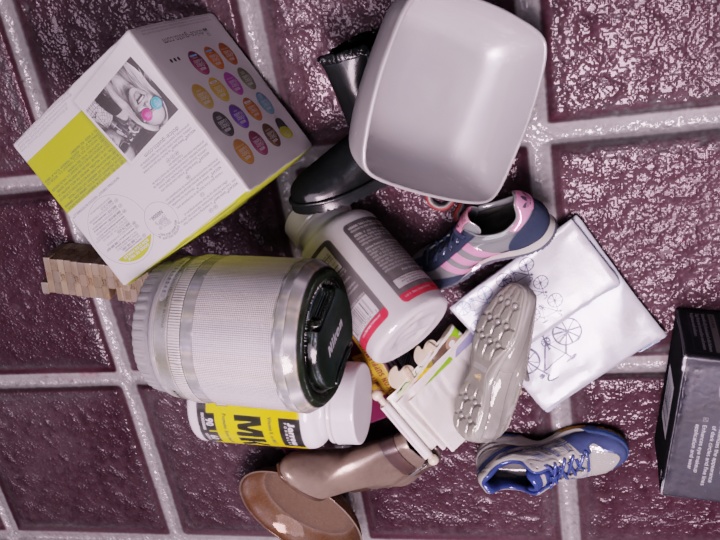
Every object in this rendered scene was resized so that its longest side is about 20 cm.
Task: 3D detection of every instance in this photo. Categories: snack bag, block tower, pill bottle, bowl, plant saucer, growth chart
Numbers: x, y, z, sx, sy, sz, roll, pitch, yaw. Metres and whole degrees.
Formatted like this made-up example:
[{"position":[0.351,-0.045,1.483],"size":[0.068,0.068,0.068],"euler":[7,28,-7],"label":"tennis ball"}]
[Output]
[{"position":[0.240,0.062,1.067],"size":[0.188,0.021,0.200],"euler":[-37,104,14],"label":"snack bag"},{"position":[-0.326,0.004,1.176],"size":[0.199,0.054,0.058],"euler":[4,117,11],"label":"block tower"},{"position":[-0.093,0.151,1.043],"size":[0.199,0.114,0.115],"euler":[1,117,15],"label":"pill bottle"},{"position":[0.000,0.000,1.027],"size":[0.200,0.111,0.111],"euler":[50,122,22],"label":"pill bottle"},{"position":[0.082,-0.182,0.912],"size":[0.199,0.075,0.201],"euler":[10,106,-35],"label":"bowl"},{"position":[-0.081,0.344,1.274],"size":[0.200,0.037,0.201],"euler":[17,136,17],"label":"plant saucer"},{"position":[0.119,0.141,1.091],"size":[0.200,0.018,0.145],"euler":[-36,104,-18],"label":"growth chart"}]

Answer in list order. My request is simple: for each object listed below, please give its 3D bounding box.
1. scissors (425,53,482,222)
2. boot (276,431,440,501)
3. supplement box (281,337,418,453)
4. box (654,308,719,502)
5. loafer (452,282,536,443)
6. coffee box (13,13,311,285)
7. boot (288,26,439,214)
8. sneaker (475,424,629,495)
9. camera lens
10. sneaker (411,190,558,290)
[{"position":[0.132,-0.145,1.014],"size":[0.073,0.014,0.201],"euler":[20,118,6],"label":"scissors"},{"position":[0.006,0.250,1.166],"size":[0.146,0.070,0.200],"euler":[-30,150,28],"label":"boot"},{"position":[-0.039,0.132,1.143],"size":[0.200,0.103,0.131],"euler":[-25,109,24],"label":"supplement box"},{"position":[0.461,0.164,1.029],"size":[0.199,0.118,0.197],"euler":[6,117,12],"label":"box"},{"position":[0.169,0.111,1.049],"size":[0.070,0.070,0.201],"euler":[7,108,-36],"label":"loafer"},{"position":[-0.211,-0.138,0.982],"size":[0.200,0.200,0.198],"euler":[-34,98,25],"label":"coffee box"},{"position":[-0.007,-0.166,0.970],"size":[0.198,0.073,0.163],"euler":[-22,120,-6],"label":"boot"},{"position":[0.249,0.258,1.147],"size":[0.199,0.088,0.076],"euler":[-11,112,17],"label":"sneaker"},{"position":[-0.118,0.064,0.936],"size":[0.199,0.160,0.161],"euler":[3,117,19],"label":"camera lens"},{"position":[0.121,-0.039,1.020],"size":[0.200,0.070,0.082],"euler":[-25,137,26],"label":"sneaker"}]
